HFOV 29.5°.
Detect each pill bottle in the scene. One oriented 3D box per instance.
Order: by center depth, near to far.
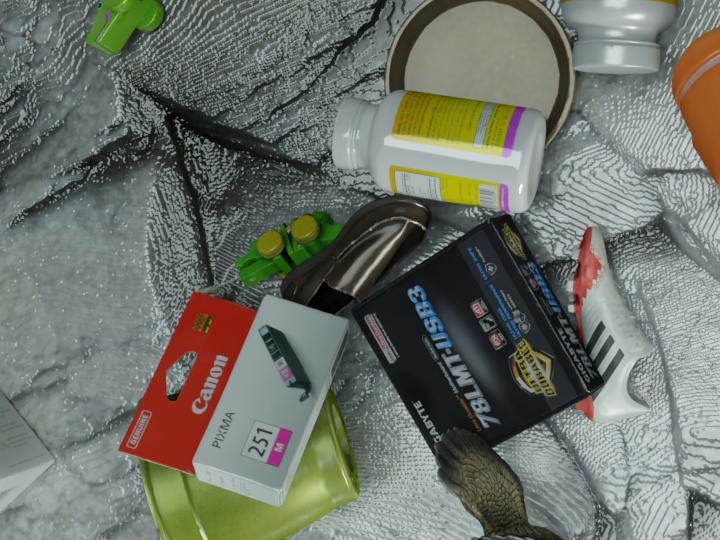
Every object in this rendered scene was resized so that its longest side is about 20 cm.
[{"bbox_3d":[0.253,-0.295,1.327,0.112,0.112,0.200,4,94,15],"label":"pill bottle"},{"bbox_3d":[0.077,-0.122,1.358,0.200,0.104,0.104,11,95,14],"label":"pill bottle"}]

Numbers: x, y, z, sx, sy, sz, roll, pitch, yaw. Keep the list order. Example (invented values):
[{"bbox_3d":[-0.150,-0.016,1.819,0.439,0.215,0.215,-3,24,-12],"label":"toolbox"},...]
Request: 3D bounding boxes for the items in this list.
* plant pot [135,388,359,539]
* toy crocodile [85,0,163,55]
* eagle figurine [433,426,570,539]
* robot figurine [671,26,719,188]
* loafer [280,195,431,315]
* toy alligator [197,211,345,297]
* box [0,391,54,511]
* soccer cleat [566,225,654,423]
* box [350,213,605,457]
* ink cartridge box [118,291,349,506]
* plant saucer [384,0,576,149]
[{"bbox_3d":[-0.108,0.201,1.419,0.193,0.200,0.201,-17,88,4],"label":"plant pot"},{"bbox_3d":[-0.236,-0.325,1.483,0.062,0.067,0.200,37,100,30],"label":"toy crocodile"},{"bbox_3d":[0.143,0.260,1.335,0.152,0.151,0.200,10,132,16],"label":"eagle figurine"},{"bbox_3d":[0.367,-0.150,1.285,0.117,0.144,0.200,-26,62,11],"label":"robot figurine"},{"bbox_3d":[0.000,0.000,1.410,0.200,0.073,0.071,-41,40,30],"label":"loafer"},{"bbox_3d":[-0.092,-0.021,1.466,0.200,0.059,0.054,-23,47,15],"label":"toy alligator"},{"bbox_3d":[-0.469,0.181,1.524,0.106,0.152,0.200,-43,81,14],"label":"box"},{"bbox_3d":[0.251,0.054,1.370,0.085,0.069,0.200,-1,96,10],"label":"soccer cleat"},{"bbox_3d":[0.115,0.076,1.387,0.198,0.050,0.200,-33,83,32],"label":"box"},{"bbox_3d":[-0.124,0.113,1.353,0.173,0.044,0.200,17,60,8],"label":"ink cartridge box"},{"bbox_3d":[0.123,-0.196,1.410,0.200,0.029,0.200,1,92,16],"label":"plant saucer"}]
